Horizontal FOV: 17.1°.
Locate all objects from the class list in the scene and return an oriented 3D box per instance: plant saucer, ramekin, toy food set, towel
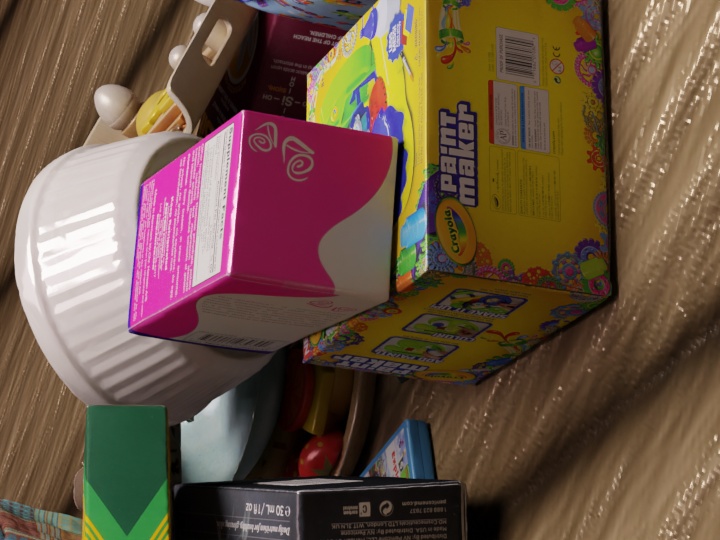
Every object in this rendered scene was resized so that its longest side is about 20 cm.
[{"bbox_3d":[-0.092,0.079,1.758,0.201,0.039,0.202,-171,90,-69],"label":"plant saucer"},{"bbox_3d":[-0.129,-0.001,1.609,0.094,0.202,0.203,-22,58,34],"label":"ramekin"},{"bbox_3d":[-0.043,0.081,1.752,0.200,0.048,0.199,-162,81,-68],"label":"toy food set"},{"bbox_3d":[-0.168,0.206,1.747,0.147,0.199,0.022,-164,90,-77],"label":"towel"},{"bbox_3d":[-0.159,-0.122,1.765,0.200,0.060,0.144,-43,17,44],"label":"toy food set"}]

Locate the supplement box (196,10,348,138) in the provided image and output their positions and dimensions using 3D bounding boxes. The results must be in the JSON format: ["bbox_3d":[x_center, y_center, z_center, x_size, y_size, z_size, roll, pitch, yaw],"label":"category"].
[{"bbox_3d":[-0.059,-0.135,1.822,0.110,0.085,0.201,-126,48,-60],"label":"supplement box"}]

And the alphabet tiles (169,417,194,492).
[{"bbox_3d":[-0.146,0.049,1.711,0.167,0.008,0.201,60,-155,-62],"label":"alphabet tiles"}]

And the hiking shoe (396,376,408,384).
[{"bbox_3d":[0.000,0.000,1.639,0.200,0.074,0.087,-88,-22,-63],"label":"hiking shoe"}]

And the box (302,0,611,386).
[{"bbox_3d":[0.055,-0.056,1.466,0.193,0.121,0.201,140,134,-60],"label":"box"}]

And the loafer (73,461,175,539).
[{"bbox_3d":[-0.171,0.169,1.749,0.200,0.071,0.073,-141,31,-84],"label":"loafer"}]

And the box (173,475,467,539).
[{"bbox_3d":[-0.027,0.232,1.518,0.200,0.123,0.198,-8,83,63],"label":"box"}]

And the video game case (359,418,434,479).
[{"bbox_3d":[0.006,0.212,1.625,0.200,0.018,0.144,125,147,-48],"label":"video game case"}]

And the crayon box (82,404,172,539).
[{"bbox_3d":[-0.149,0.216,1.523,0.173,0.058,0.201,-95,7,-48],"label":"crayon box"}]

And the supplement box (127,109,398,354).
[{"bbox_3d":[-0.062,-0.018,1.442,0.200,0.101,0.104,157,119,-66],"label":"supplement box"}]

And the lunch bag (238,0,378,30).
[{"bbox_3d":[0.021,-0.191,1.556,0.200,0.150,0.095,-144,65,-66],"label":"lunch bag"}]

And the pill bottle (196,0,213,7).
[{"bbox_3d":[-0.083,-0.314,1.911,0.111,0.110,0.200,-106,32,-46],"label":"pill bottle"}]
